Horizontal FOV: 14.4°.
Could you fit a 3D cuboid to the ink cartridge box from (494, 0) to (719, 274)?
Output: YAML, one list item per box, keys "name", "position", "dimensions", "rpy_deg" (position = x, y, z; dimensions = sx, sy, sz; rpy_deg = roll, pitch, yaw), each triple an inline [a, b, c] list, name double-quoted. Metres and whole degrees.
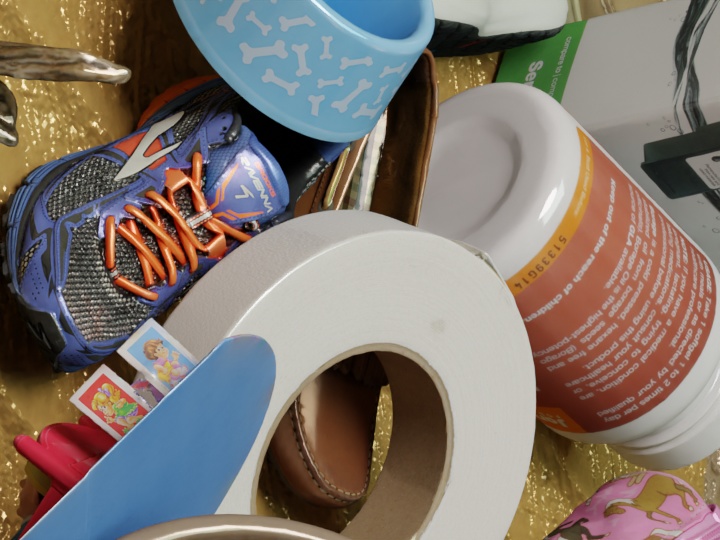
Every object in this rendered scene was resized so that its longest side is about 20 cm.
- name: "ink cartridge box"
  position: [0.180, -0.057, 1.365]
  dimensions: [0.147, 0.200, 0.083]
  rpy_deg: [49, 45, -34]

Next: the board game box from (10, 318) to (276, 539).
- name: "board game box"
  position: [-0.108, 0.093, 0.981]
  dimensions: [0.200, 0.039, 0.158]
  rpy_deg: [-44, 163, -26]

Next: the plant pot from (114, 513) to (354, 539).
- name: "plant pot"
  position: [-0.050, 0.213, 0.975]
  dimensions: [0.200, 0.175, 0.200]
  rpy_deg: [12, 47, -13]

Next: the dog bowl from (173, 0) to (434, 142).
- name: "dog bowl"
  position: [-0.035, -0.147, 1.158]
  dimensions: [0.111, 0.050, 0.200]
  rpy_deg: [8, 49, -47]

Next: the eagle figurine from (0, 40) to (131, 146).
- name: "eagle figurine"
  position: [-0.181, 0.002, 0.898]
  dimensions: [0.151, 0.152, 0.200]
  rpy_deg: [42, 54, -48]

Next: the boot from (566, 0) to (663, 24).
- name: "boot"
  position: [0.199, -0.100, 1.441]
  dimensions: [0.200, 0.154, 0.072]
  rpy_deg: [58, 40, -27]

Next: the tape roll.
- name: "tape roll"
  position: [-0.012, 0.075, 1.136]
  dimensions: [0.203, 0.037, 0.203]
  rpy_deg: [-16, 115, -38]

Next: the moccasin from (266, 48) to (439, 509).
- name: "moccasin"
  position: [0.001, 0.001, 1.205]
  dimensions: [0.074, 0.078, 0.202]
  rpy_deg: [33, 61, -48]

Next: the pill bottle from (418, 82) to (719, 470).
- name: "pill bottle"
  position: [0.099, 0.010, 1.312]
  dimensions: [0.200, 0.112, 0.112]
  rpy_deg: [41, 50, -40]

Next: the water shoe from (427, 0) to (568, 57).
- name: "water shoe"
  position: [0.029, -0.140, 1.298]
  dimensions: [0.200, 0.071, 0.079]
  rpy_deg: [-7, 84, -64]

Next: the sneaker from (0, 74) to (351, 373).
- name: "sneaker"
  position: [-0.071, -0.029, 1.118]
  dimensions: [0.200, 0.078, 0.075]
  rpy_deg: [-50, 120, -48]

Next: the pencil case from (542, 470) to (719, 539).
- name: "pencil case"
  position: [0.079, 0.155, 1.173]
  dimensions: [0.200, 0.086, 0.083]
  rpy_deg: [-33, 130, -46]
